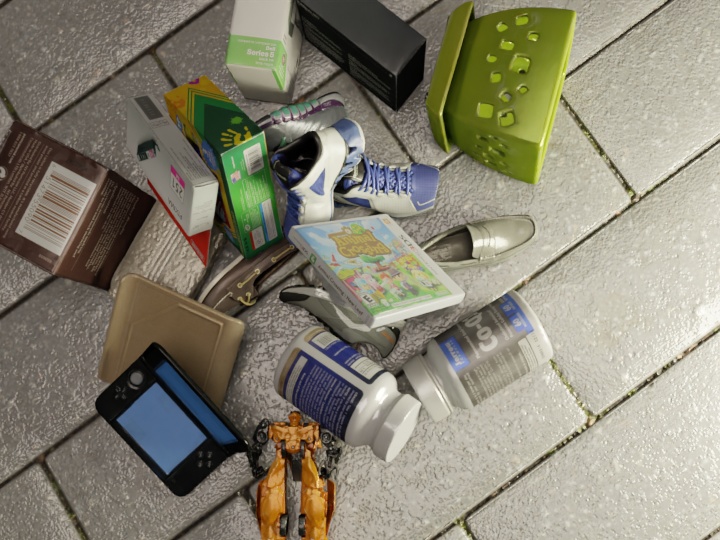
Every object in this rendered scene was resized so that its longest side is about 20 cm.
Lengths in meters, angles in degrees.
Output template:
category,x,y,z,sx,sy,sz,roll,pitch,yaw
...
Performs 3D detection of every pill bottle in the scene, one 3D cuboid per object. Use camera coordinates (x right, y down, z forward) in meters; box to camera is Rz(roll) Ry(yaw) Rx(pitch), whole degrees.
category,x,y,z,sx,sy,sz,roll,pitch,yaw
pill bottle,-0.017,0.175,1.100,0.198,0.116,0.117,31,85,21
pill bottle,0.165,0.127,1.118,0.198,0.114,0.115,-31,81,-1

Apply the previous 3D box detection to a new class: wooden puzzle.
category,x,y,z,sx,sy,sz,roll,pitch,yaw
wooden puzzle,-0.285,0.119,1.167,0.197,0.037,0.188,21,109,4

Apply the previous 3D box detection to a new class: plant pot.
category,x,y,z,sx,sy,sz,roll,pitch,yaw
plant pot,0.199,-0.262,1.132,0.178,0.200,0.203,16,84,12

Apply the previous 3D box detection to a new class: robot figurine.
category,x,y,z,sx,sy,sz,roll,pitch,yaw
robot figurine,-0.097,0.309,1.140,0.142,0.058,0.205,0,83,4

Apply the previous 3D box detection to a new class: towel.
category,x,y,z,sx,sy,sz,roll,pitch,yaw
towel,-0.297,-0.017,1.213,0.131,0.034,0.202,29,84,7

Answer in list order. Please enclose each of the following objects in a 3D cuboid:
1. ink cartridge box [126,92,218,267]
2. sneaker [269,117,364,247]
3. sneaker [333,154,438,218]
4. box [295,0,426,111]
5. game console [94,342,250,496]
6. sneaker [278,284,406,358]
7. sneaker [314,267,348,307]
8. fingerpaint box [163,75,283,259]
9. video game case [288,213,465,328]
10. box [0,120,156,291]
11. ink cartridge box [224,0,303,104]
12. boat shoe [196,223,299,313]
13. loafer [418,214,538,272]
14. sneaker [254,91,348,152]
category,x,y,z,sx,sy,sz,roll,pitch,yaw
ink cartridge box,-0.277,-0.123,1.115,0.043,0.175,0.201,-20,58,-34
sneaker,-0.083,-0.123,1.073,0.081,0.114,0.201,49,129,27
sneaker,0.018,-0.130,1.155,0.195,0.115,0.083,3,85,6
box,0.002,-0.354,1.183,0.199,0.141,0.079,40,87,8
game console,-0.273,0.219,1.108,0.175,0.116,0.201,-41,95,5
sneaker,-0.033,0.072,1.163,0.196,0.074,0.081,19,89,7
sneaker,0.000,0.000,1.140,0.112,0.201,0.077,14,112,-22
fingerpaint box,-0.194,-0.145,1.109,0.073,0.202,0.167,-30,54,-21
video game case,0.025,-0.007,1.056,0.182,0.198,0.022,47,126,27
box,-0.437,-0.088,1.149,0.162,0.200,0.168,26,84,7
ink cartridge box,-0.139,-0.382,1.194,0.082,0.146,0.205,8,83,5
boat shoe,-0.173,0.015,1.182,0.059,0.072,0.200,41,81,11
loafer,0.173,-0.039,1.161,0.196,0.070,0.071,-19,80,1
sneaker,-0.090,-0.202,1.173,0.198,0.074,0.089,-28,89,-29
